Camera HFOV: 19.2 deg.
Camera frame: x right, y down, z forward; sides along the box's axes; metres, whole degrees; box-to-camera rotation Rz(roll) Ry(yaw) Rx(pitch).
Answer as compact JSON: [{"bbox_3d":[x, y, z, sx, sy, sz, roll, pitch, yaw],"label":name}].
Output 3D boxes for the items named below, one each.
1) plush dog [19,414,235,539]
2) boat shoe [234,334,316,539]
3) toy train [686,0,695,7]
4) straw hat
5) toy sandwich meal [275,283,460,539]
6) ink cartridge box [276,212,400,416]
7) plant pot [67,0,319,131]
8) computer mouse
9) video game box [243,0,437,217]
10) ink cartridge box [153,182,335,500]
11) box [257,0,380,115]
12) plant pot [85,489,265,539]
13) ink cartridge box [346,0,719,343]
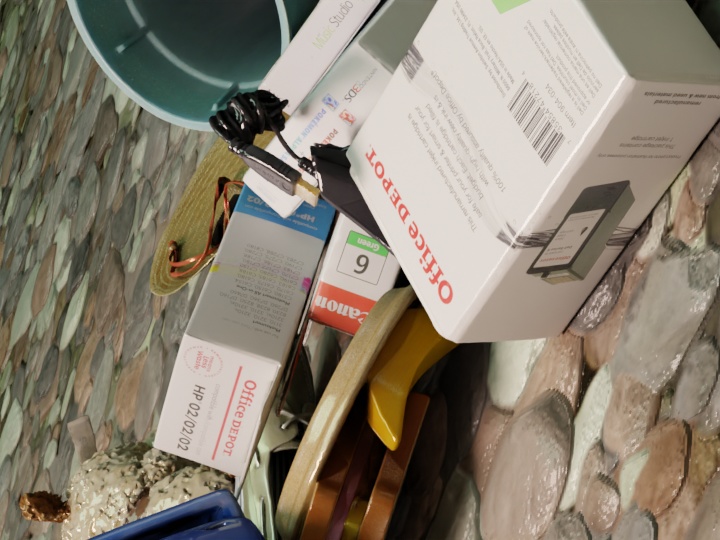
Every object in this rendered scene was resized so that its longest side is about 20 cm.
[{"bbox_3d":[-0.142,0.189,1.570,0.171,0.160,0.201,0,73,45],"label":"plush dog"},{"bbox_3d":[-0.053,0.124,1.478,0.062,0.072,0.201,-26,60,51],"label":"boat shoe"},{"bbox_3d":[0.167,-0.173,1.148,0.201,0.042,0.057,-62,33,30],"label":"toy train"},{"bbox_3d":[-0.068,-0.045,1.602,0.201,0.085,0.201,-47,21,24],"label":"straw hat"},{"bbox_3d":[0.012,0.103,1.291,0.206,0.070,0.205,-62,-8,-15],"label":"toy sandwich meal"},{"bbox_3d":[0.000,0.000,1.403,0.109,0.050,0.201,-80,9,-82],"label":"ink cartridge box"},{"bbox_3d":[-0.086,-0.237,1.600,0.196,0.200,0.200,-43,-7,-45],"label":"plant pot"},{"bbox_3d":[0.003,-0.050,1.246,0.046,0.200,0.140,-52,-5,13],"label":"computer mouse"},{"bbox_3d":[0.022,-0.146,1.382,0.200,0.047,0.182,-52,7,-37],"label":"video game box"},{"bbox_3d":[-0.080,0.049,1.392,0.201,0.067,0.115,-73,1,-47],"label":"ink cartridge box"},{"bbox_3d":[0.014,-0.210,1.471,0.200,0.036,0.144,-53,3,-39],"label":"box"},{"bbox_3d":[-0.119,0.254,1.271,0.180,0.199,0.201,-126,14,-76],"label":"plant pot"},{"bbox_3d":[0.091,-0.079,1.144,0.200,0.084,0.146,-57,47,38],"label":"ink cartridge box"}]
